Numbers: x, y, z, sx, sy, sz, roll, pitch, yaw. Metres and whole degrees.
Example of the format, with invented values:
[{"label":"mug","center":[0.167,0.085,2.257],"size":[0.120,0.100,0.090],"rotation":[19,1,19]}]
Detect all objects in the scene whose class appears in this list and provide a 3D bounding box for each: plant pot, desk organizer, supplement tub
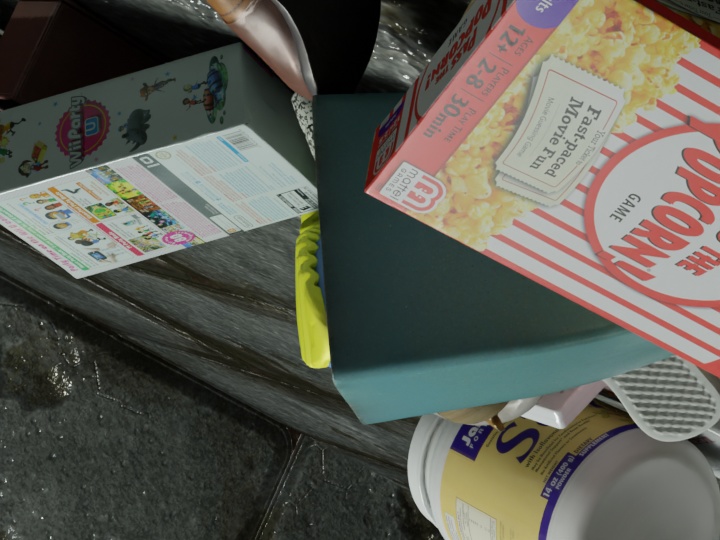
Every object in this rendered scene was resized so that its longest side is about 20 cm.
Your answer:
[{"label":"plant pot","center":[0.086,-0.012,1.058],"size":[0.198,0.143,0.141],"rotation":[-6,167,6]},{"label":"desk organizer","center":[-0.159,-0.108,1.449],"size":[0.199,0.078,0.071],"rotation":[31,169,-33]},{"label":"supplement tub","center":[0.137,0.155,1.465],"size":[0.145,0.146,0.199],"rotation":[31,175,-36]}]

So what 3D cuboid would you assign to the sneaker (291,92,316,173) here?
[{"label":"sneaker","center":[0.012,-0.072,1.320],"size":[0.089,0.077,0.200],"rotation":[55,-175,23]}]

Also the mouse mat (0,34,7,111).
[{"label":"mouse mat","center":[-0.216,-0.118,1.544],"size":[0.199,0.008,0.161],"rotation":[30,-164,-37]}]

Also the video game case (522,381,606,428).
[{"label":"video game case","center":[0.098,0.031,1.395],"size":[0.199,0.143,0.018],"rotation":[16,137,43]}]

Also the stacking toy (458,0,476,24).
[{"label":"stacking toy","center":[0.135,-0.061,0.972],"size":[0.198,0.086,0.085],"rotation":[21,172,-11]}]

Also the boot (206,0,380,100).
[{"label":"boot","center":[-0.100,-0.159,1.043],"size":[0.199,0.069,0.188],"rotation":[21,170,29]}]

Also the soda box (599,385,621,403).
[{"label":"soda box","center":[0.149,0.041,1.472],"size":[0.063,0.069,0.199],"rotation":[30,175,-35]}]

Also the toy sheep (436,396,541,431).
[{"label":"toy sheep","center":[0.076,0.016,1.289],"size":[0.137,0.201,0.139],"rotation":[9,132,11]}]

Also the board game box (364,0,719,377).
[{"label":"board game box","center":[0.125,-0.049,0.893],"size":[0.199,0.047,0.152],"rotation":[26,132,-15]}]

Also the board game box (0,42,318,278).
[{"label":"board game box","center":[-0.135,-0.068,1.367],"size":[0.198,0.065,0.148],"rotation":[-15,155,17]}]

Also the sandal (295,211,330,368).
[{"label":"sandal","center":[0.000,0.000,1.395],"size":[0.086,0.080,0.200],"rotation":[1,-152,3]}]

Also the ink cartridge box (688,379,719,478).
[{"label":"ink cartridge box","center":[0.304,0.114,1.465],"size":[0.199,0.088,0.145],"rotation":[25,170,-6]}]

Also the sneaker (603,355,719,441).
[{"label":"sneaker","center":[0.154,0.007,1.232],"size":[0.075,0.105,0.201],"rotation":[-20,137,14]}]
